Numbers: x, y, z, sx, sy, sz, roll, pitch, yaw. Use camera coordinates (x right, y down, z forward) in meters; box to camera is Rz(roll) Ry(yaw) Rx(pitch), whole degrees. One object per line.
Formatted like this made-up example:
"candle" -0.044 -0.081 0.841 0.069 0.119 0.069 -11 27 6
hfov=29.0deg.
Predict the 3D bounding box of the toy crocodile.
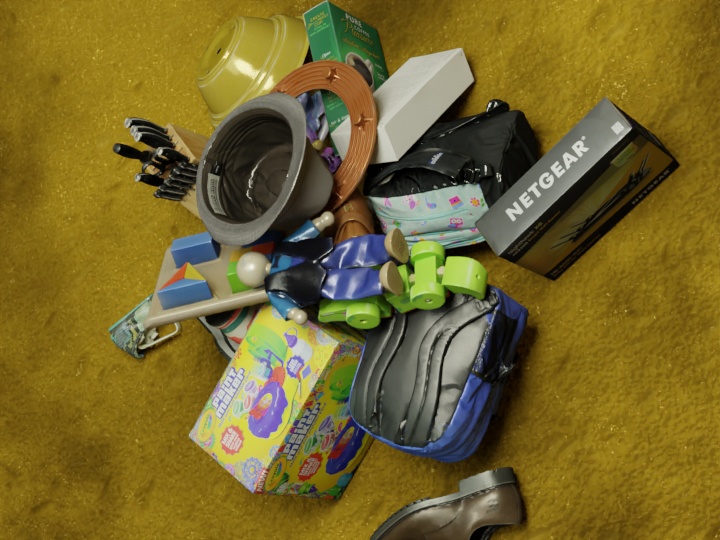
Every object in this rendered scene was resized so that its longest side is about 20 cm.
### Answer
"toy crocodile" 0.042 0.022 1.514 0.198 0.062 0.068 -16 55 24

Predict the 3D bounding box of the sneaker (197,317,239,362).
"sneaker" -0.134 0.056 1.781 0.116 0.075 0.200 -56 45 9

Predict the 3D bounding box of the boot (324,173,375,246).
"boot" 0.000 0.000 1.641 0.076 0.202 0.156 -9 31 -7

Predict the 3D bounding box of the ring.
"ring" -0.064 -0.151 1.621 0.199 0.019 0.203 -12 69 36

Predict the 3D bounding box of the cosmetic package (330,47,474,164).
"cosmetic package" 0.053 -0.194 1.664 0.082 0.200 0.051 -7 119 40

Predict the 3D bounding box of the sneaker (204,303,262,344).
"sneaker" -0.142 0.036 1.731 0.070 0.093 0.200 -41 24 14

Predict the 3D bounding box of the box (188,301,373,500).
"box" -0.066 0.153 1.661 0.122 0.192 0.202 35 99 32

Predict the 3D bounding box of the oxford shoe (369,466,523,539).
"oxford shoe" 0.096 0.299 1.601 0.199 0.072 0.085 -27 69 25

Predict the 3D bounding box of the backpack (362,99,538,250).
"backpack" 0.102 -0.099 1.632 0.198 0.167 0.128 -13 117 29

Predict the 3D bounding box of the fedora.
"fedora" -0.097 -0.103 1.560 0.199 0.090 0.179 0 74 48

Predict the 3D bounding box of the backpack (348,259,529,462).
"backpack" 0.095 0.115 1.577 0.161 0.167 0.202 16 81 38

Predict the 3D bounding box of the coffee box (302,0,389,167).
"coffee box" -0.005 -0.226 1.746 0.044 0.122 0.202 -24 70 29

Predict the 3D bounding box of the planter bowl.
"planter bowl" -0.156 -0.267 1.817 0.200 0.083 0.202 -42 30 31

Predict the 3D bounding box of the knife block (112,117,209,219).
"knife block" -0.239 -0.148 1.802 0.064 0.175 0.201 -45 20 15

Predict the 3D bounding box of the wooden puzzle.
"wooden puzzle" -0.160 -0.011 1.648 0.183 0.201 0.047 -14 116 10

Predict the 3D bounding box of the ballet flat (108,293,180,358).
"ballet flat" -0.254 0.045 1.887 0.200 0.074 0.075 -43 61 20

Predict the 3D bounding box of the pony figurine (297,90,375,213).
"pony figurine" -0.080 -0.131 1.770 0.192 0.165 0.203 -7 69 51

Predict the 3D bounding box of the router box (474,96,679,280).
"router box" 0.241 -0.085 1.540 0.200 0.157 0.052 -45 61 17

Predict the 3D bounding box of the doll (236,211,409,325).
"doll" -0.046 -0.006 1.513 0.198 0.048 0.138 -5 60 27
